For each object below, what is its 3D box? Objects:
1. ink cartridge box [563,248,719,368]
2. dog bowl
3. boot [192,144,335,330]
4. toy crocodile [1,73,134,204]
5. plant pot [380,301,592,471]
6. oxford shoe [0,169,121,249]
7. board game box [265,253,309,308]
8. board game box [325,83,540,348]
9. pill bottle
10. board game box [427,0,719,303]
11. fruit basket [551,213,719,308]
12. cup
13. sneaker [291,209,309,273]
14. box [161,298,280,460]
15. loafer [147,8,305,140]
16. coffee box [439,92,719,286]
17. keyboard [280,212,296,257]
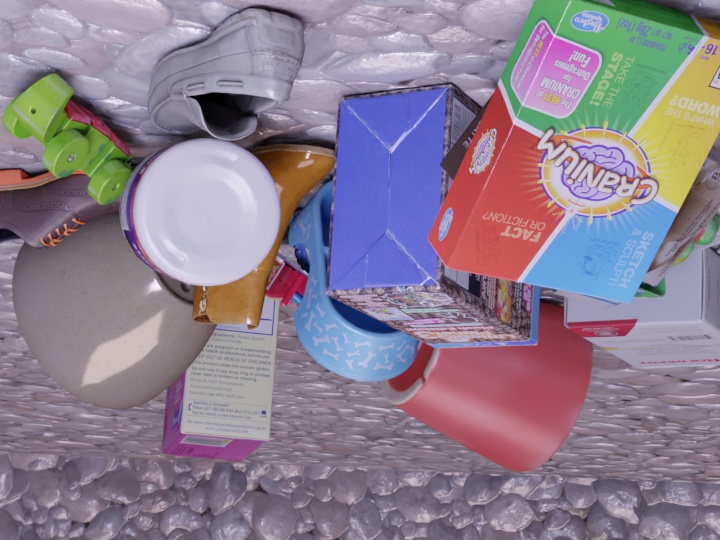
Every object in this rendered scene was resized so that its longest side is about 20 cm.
[{"bbox_3d":[0.313,0.039,1.719,0.145,0.083,0.200,-4,164,28],"label":"ink cartridge box"},{"bbox_3d":[0.000,0.000,1.444,0.111,0.200,0.050,8,139,-16],"label":"dog bowl"},{"bbox_3d":[-0.084,-0.024,1.446,0.071,0.144,0.201,11,164,-31],"label":"boot"},{"bbox_3d":[-0.226,-0.106,1.344,0.067,0.062,0.200,42,-179,20],"label":"toy crocodile"},{"bbox_3d":[0.131,0.106,1.864,0.177,0.201,0.200,21,160,-22],"label":"plant pot"},{"bbox_3d":[-0.268,-0.053,1.522,0.200,0.073,0.071,-4,164,27],"label":"oxford shoe"},{"bbox_3d":[-0.072,0.016,1.612,0.200,0.039,0.158,37,176,-15],"label":"board game box"},{"bbox_3d":[0.065,-0.036,1.327,0.097,0.160,0.200,-3,164,27],"label":"board game box"},{"bbox_3d":[-0.133,-0.047,1.333,0.111,0.112,0.200,7,-179,-13],"label":"pill bottle"},{"bbox_3d":[0.152,-0.082,1.103,0.153,0.200,0.040,10,-152,-25],"label":"board game box"},{"bbox_3d":[0.244,-0.033,1.436,0.185,0.094,0.200,15,159,-39],"label":"fruit basket"},{"bbox_3d":[-0.204,0.013,1.575,0.200,0.201,0.143,16,147,-41],"label":"cup"},{"bbox_3d":[0.015,-0.008,1.632,0.085,0.077,0.200,-9,162,27],"label":"sneaker"},{"bbox_3d":[-0.153,0.096,1.824,0.096,0.201,0.176,7,166,-12],"label":"box"},{"bbox_3d":[-0.103,-0.126,1.195,0.070,0.070,0.200,10,165,-25],"label":"loafer"},{"bbox_3d":[0.172,-0.072,1.219,0.200,0.080,0.114,17,116,-44],"label":"coffee box"},{"bbox_3d":[-0.078,-0.043,1.643,0.056,0.011,0.200,-1,166,18],"label":"keyboard"}]
